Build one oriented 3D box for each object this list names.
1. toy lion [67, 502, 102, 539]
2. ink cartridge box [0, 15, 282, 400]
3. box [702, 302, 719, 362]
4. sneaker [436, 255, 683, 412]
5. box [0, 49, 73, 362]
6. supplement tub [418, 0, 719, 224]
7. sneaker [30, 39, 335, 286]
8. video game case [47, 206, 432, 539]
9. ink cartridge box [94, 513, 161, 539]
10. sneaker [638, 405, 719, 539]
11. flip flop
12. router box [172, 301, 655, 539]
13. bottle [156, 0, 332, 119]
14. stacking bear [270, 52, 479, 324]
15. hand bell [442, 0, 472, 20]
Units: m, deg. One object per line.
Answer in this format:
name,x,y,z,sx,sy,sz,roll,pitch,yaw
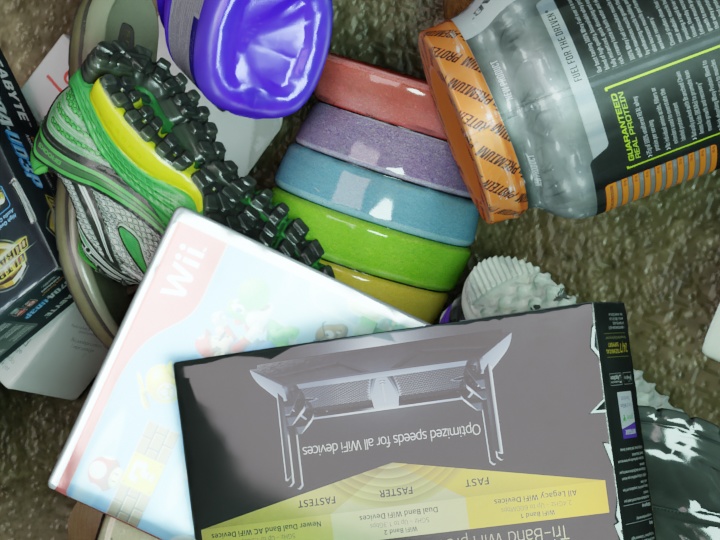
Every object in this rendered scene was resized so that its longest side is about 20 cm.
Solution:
toy lion,-0.084,0.214,1.529,0.200,0.069,0.192,7,92,31
ink cartridge box,-0.146,-0.044,1.603,0.116,0.067,0.200,45,104,28
box,0.276,0.022,1.321,0.200,0.109,0.128,23,94,31
sneaker,0.103,0.094,1.438,0.200,0.069,0.100,52,136,12
box,-0.245,-0.009,1.590,0.200,0.046,0.159,-39,65,24
supplement tub,0.135,-0.100,1.378,0.199,0.123,0.123,-20,69,-4
sneaker,-0.083,-0.012,1.435,0.085,0.078,0.200,-45,73,32
video game case,-0.024,0.077,1.367,0.200,0.017,0.143,25,88,-4
ink cartridge box,-0.036,0.171,1.412,0.199,0.075,0.165,17,90,-4
sneaker,0.162,0.122,1.339,0.199,0.076,0.091,21,77,2
flip flop,-0.112,-0.051,1.507,0.057,0.081,0.201,-3,77,21
router box,0.026,0.104,1.292,0.199,0.052,0.158,-8,87,21
bottle,-0.065,-0.133,1.515,0.200,0.065,0.084,-135,57,-72
stacking bear,0.000,0.000,1.491,0.121,0.114,0.201,20,96,31
hand bell,0.041,-0.166,1.483,0.104,0.104,0.200,-31,61,22
